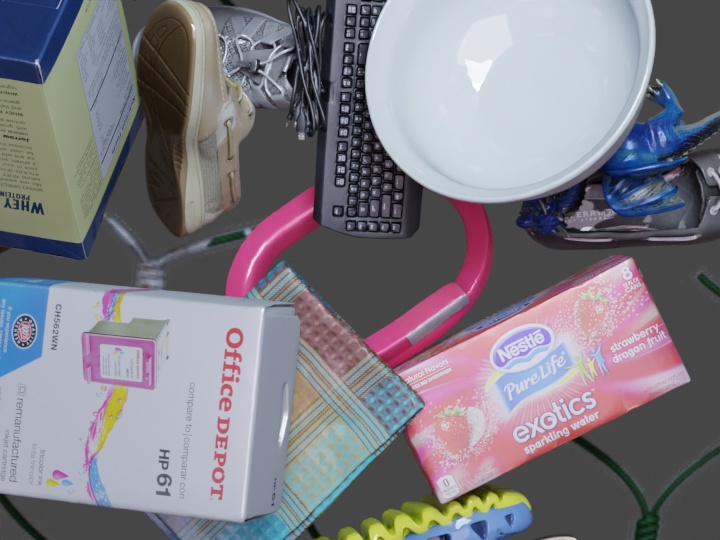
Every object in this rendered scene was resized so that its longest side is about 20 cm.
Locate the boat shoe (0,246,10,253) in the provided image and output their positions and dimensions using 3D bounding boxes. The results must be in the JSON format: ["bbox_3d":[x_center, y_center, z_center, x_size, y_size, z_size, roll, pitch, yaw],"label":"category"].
[{"bbox_3d":[-0.284,-0.029,1.554,0.199,0.076,0.072,4,95,8],"label":"boat shoe"}]

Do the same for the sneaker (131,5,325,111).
[{"bbox_3d":[-0.064,-0.150,1.544,0.199,0.082,0.075,6,92,-1],"label":"sneaker"}]

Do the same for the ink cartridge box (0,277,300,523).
[{"bbox_3d":[-0.150,0.085,1.459,0.199,0.085,0.145,5,90,13],"label":"ink cartridge box"}]

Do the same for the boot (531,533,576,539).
[{"bbox_3d":[0.088,0.269,1.532,0.200,0.138,0.078,-39,92,0],"label":"boot"}]

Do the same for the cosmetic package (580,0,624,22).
[{"bbox_3d":[0.236,-0.252,1.496,0.200,0.101,0.071,-31,88,-29],"label":"cosmetic package"}]

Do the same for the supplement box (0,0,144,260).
[{"bbox_3d":[-0.266,-0.132,1.444,0.199,0.200,0.135,10,54,11],"label":"supplement box"}]

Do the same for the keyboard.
[{"bbox_3d":[-0.001,-0.121,1.491,0.104,0.040,0.201,2,98,-6],"label":"keyboard"}]

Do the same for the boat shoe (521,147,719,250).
[{"bbox_3d":[0.216,-0.048,1.565,0.199,0.057,0.067,-9,92,-1],"label":"boat shoe"}]

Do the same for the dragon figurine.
[{"bbox_3d":[0.196,-0.075,1.510,0.199,0.059,0.100,-4,54,4],"label":"dragon figurine"}]

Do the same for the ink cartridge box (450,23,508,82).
[{"bbox_3d":[0.085,-0.205,1.548,0.148,0.076,0.200,-41,93,0],"label":"ink cartridge box"}]

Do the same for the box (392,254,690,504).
[{"bbox_3d":[0.121,0.075,1.548,0.199,0.095,0.100,-26,91,0],"label":"box"}]

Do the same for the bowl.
[{"bbox_3d":[0.111,-0.127,1.451,0.200,0.090,0.202,-8,70,21],"label":"bowl"}]

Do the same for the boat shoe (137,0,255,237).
[{"bbox_3d":[-0.110,-0.111,1.507,0.065,0.201,0.072,-23,50,-25],"label":"boat shoe"}]

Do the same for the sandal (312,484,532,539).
[{"bbox_3d":[0.033,0.214,1.557,0.199,0.079,0.087,-22,91,-2],"label":"sandal"}]

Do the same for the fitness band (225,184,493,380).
[{"bbox_3d":[0.000,0.000,1.547,0.200,0.037,0.144,-32,63,-1],"label":"fitness band"}]

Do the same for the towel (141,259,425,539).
[{"bbox_3d":[-0.073,0.112,1.505,0.147,0.022,0.200,45,101,-2],"label":"towel"}]
